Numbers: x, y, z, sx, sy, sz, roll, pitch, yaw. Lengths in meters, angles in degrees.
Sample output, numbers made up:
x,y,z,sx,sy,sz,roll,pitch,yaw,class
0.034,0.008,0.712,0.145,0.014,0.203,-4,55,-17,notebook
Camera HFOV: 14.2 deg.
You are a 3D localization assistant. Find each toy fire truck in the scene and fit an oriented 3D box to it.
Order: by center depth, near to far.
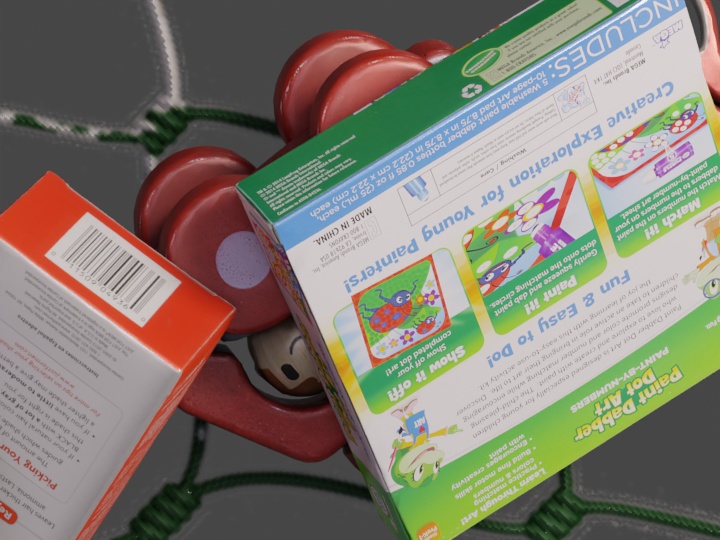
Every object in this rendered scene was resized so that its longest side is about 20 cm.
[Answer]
x,y,z,sx,sy,sz,roll,pitch,yaw,class
0.000,0.000,1.262,0.200,0.112,0.168,-40,105,-3,toy fire truck

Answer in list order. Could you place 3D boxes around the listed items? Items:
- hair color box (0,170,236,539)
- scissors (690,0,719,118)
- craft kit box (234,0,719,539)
x,y,z,sx,sy,sz,roll,pitch,yaw,class
-0.145,0.067,1.214,0.101,0.061,0.200,36,124,2,hair color box
0.180,-0.055,1.311,0.200,0.014,0.073,45,83,2,scissors
0.069,-0.005,1.218,0.199,0.049,0.198,-31,125,-11,craft kit box
